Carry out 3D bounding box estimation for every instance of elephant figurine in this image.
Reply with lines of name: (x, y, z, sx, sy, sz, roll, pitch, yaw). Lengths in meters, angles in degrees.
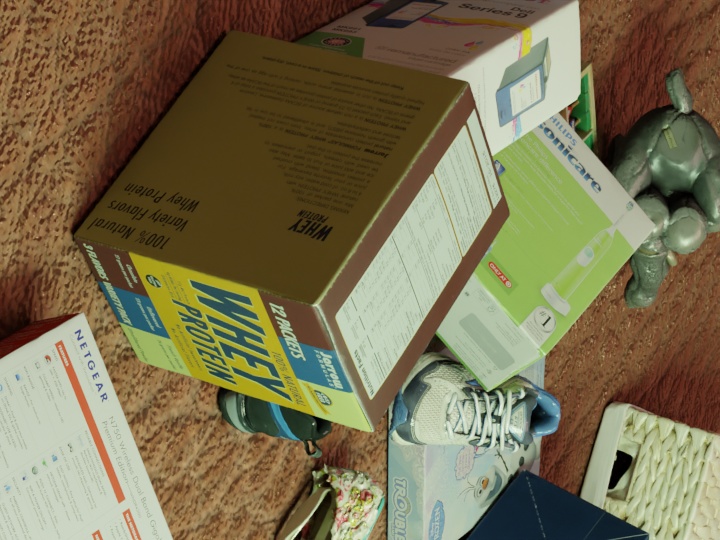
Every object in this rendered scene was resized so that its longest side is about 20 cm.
elephant figurine: (0.275, -0.069, 2.041, 0.155, 0.142, 0.200, -41, 174, -3)

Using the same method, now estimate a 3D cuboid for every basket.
basket: (0.325, 0.224, 2.262, 0.200, 0.123, 0.136, 24, 81, -59)

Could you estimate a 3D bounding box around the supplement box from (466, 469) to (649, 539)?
supplement box: (0.148, 0.330, 1.963, 0.200, 0.134, 0.200, -46, 150, -34)

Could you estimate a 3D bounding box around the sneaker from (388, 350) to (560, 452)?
sneaker: (0.099, 0.111, 1.794, 0.200, 0.085, 0.077, -3, 106, -55)

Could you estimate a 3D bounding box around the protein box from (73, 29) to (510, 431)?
protein box: (-0.041, -0.030, 1.467, 0.200, 0.198, 0.135, -56, 145, -29)

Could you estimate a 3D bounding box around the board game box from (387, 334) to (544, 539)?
board game box: (0.094, 0.127, 1.914, 0.199, 0.043, 0.201, -31, 128, -50)

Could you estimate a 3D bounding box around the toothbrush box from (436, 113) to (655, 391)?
toothbrush box: (0.128, -0.023, 1.791, 0.146, 0.086, 0.200, 48, 50, -4)

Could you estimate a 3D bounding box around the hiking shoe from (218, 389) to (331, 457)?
hiking shoe: (-0.037, 0.030, 1.612, 0.074, 0.087, 0.201, 0, 103, -59)

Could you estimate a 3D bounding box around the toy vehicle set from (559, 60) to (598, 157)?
toy vehicle set: (0.174, -0.075, 1.973, 0.124, 0.026, 0.200, -45, 139, -41)

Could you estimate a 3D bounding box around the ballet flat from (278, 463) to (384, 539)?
ballet flat: (-0.046, 0.242, 1.729, 0.064, 0.076, 0.200, 34, 66, -26)

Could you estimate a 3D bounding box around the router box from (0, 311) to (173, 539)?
router box: (-0.207, 0.152, 1.350, 0.179, 0.049, 0.201, -32, 106, -49)

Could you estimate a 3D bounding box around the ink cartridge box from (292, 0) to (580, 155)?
ink cartridge box: (0.054, -0.145, 1.628, 0.200, 0.145, 0.088, -32, 128, -48)
